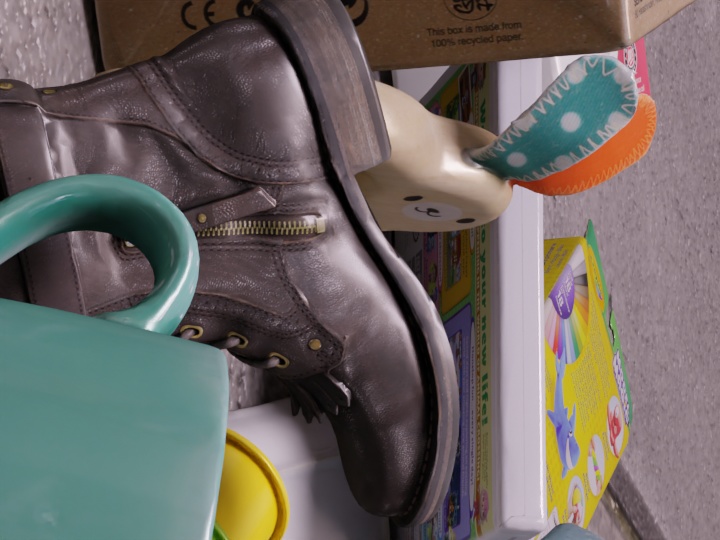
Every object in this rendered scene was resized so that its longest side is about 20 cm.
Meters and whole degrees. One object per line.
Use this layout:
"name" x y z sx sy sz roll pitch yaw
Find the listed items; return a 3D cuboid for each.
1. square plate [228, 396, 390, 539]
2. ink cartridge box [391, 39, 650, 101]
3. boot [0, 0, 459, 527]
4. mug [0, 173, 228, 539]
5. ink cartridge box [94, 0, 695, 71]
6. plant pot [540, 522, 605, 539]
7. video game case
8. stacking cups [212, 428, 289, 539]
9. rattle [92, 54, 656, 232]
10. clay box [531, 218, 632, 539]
"square plate" -0.025 0.149 1.132 0.200 0.028 0.199 -7 92 -67
"ink cartridge box" 0.066 -0.161 1.329 0.145 0.083 0.201 -24 108 -67
"boot" -0.070 0.013 0.906 0.069 0.173 0.201 31 -40 65
"mug" -0.108 0.074 0.807 0.185 0.114 0.153 -90 -165 -56
"ink cartridge box" 0.023 -0.122 1.067 0.165 0.199 0.076 -39 123 -64
"plant pot" 0.076 0.249 1.113 0.200 0.195 0.197 -23 132 -47
"video game case" 0.038 0.020 1.172 0.182 0.022 0.201 135 -43 -70
"stacking cups" -0.092 0.126 0.948 0.200 0.060 0.061 -51 133 -50
"rattle" 0.000 0.000 0.986 0.130 0.199 0.144 105 -10 -56
"clay box" 0.078 0.067 1.368 0.200 0.047 0.115 -55 136 -58
